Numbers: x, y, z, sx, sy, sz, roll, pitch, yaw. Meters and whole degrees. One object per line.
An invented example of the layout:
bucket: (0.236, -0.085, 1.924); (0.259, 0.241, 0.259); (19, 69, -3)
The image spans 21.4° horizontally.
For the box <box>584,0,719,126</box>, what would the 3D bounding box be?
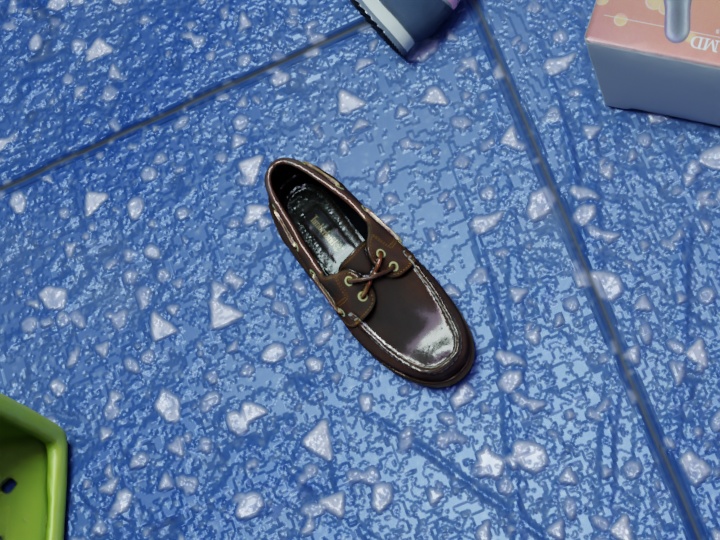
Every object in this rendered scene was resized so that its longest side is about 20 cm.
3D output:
box: (0.258, -0.209, 1.312); (0.151, 0.106, 0.201); (14, 74, 20)

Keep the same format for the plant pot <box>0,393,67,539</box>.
plant pot: (-0.328, 0.187, 1.294); (0.180, 0.199, 0.202); (-7, 69, 21)

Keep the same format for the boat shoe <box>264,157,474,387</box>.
boat shoe: (0.000, 0.000, 1.332); (0.070, 0.070, 0.200); (-44, 66, -4)

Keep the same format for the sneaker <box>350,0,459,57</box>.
sneaker: (-0.001, -0.258, 1.396); (0.082, 0.070, 0.201); (-37, 99, 1)
